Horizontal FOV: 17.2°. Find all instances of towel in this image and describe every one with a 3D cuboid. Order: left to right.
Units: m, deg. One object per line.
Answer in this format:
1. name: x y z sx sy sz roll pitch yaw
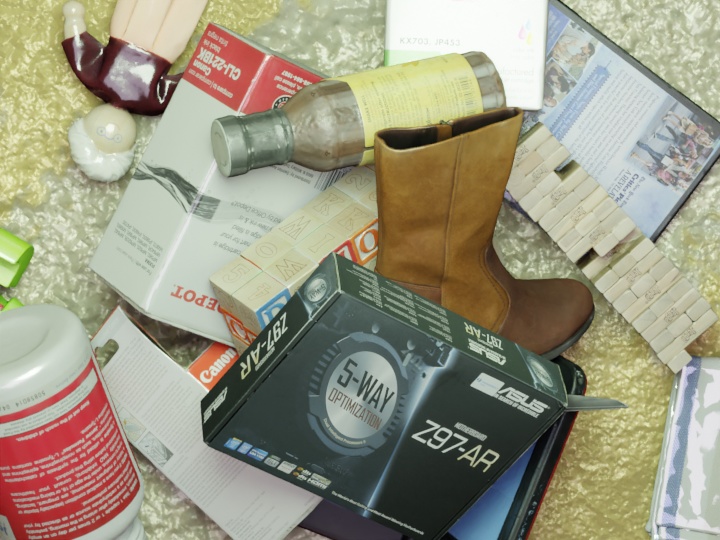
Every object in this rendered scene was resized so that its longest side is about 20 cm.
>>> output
1. towel: 0.322 0.145 1.791 0.200 0.024 0.147 7 95 -5

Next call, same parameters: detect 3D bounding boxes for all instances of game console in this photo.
1. game console: 0.048 0.128 1.734 0.119 0.172 0.200 17 98 -31

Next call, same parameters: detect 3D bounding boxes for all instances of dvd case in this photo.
1. dvd case: 0.156 -0.103 1.753 0.200 0.018 0.143 37 94 -5

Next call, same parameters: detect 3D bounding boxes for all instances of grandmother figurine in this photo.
1. grandmother figurine: -0.160 -0.160 1.715 0.121 0.061 0.200 21 93 4

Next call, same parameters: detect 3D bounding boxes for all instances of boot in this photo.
1. boot: 0.088 -0.028 1.639 0.188 0.068 0.200 -6 124 -17

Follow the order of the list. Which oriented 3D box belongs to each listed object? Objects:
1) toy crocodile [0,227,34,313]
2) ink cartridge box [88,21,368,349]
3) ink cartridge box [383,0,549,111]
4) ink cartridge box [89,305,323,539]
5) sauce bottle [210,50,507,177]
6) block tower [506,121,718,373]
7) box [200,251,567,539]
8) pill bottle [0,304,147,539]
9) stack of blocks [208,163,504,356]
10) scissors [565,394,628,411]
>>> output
1. toy crocodile: -0.309 0.051 1.733 0.068 0.062 0.200 44 94 -7
2. ink cartridge box: -0.080 -0.053 1.686 0.144 0.084 0.200 22 97 -43
3. ink cartridge box: 0.077 -0.216 1.699 0.117 0.067 0.200 2 92 3
4. ink cartridge box: -0.111 0.108 1.723 0.200 0.050 0.109 44 137 1
5. sauce bottle: -0.002 -0.103 1.611 0.200 0.065 0.065 -12 98 -20
6. block tower: 0.178 -0.018 1.728 0.058 0.054 0.200 -41 97 4
7. box: 0.016 0.091 1.626 0.200 0.044 0.160 28 120 -26
8. pill bottle: -0.222 0.134 1.706 0.112 0.112 0.200 -18 116 0
9. stack of blocks: 0.000 0.000 1.680 0.200 0.059 0.115 -37 133 -20
10. scissors: 0.094 0.098 1.697 0.200 0.014 0.073 18 91 27
